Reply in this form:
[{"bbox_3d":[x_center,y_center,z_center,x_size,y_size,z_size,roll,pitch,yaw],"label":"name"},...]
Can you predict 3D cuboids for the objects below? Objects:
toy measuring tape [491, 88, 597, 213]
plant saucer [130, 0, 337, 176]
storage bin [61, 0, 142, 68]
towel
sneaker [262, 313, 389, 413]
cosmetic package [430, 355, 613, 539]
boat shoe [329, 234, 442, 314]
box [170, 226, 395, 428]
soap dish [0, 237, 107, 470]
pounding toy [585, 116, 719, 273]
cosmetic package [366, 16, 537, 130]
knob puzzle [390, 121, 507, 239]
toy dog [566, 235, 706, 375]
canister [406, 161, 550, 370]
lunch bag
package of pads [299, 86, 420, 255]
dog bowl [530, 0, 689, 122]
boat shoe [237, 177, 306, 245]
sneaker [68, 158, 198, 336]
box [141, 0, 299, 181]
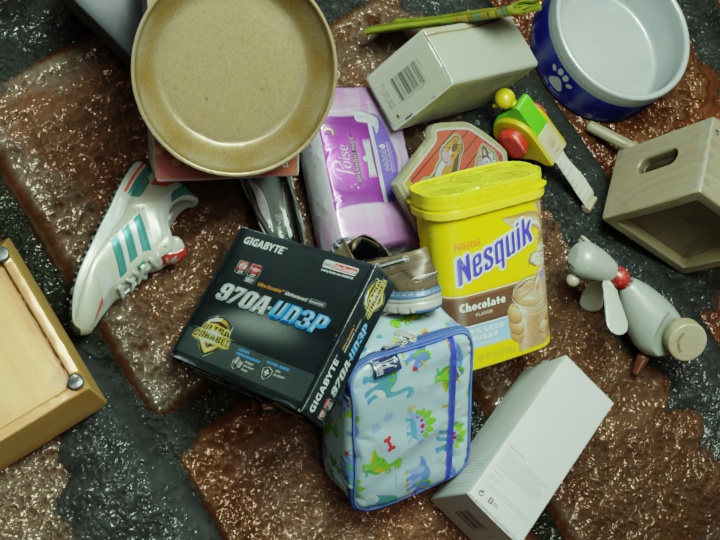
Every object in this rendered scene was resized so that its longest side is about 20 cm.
[{"bbox_3d":[0.222,-0.148,1.347,0.200,0.073,0.074,49,63,-26],"label":"toy measuring tape"},{"bbox_3d":[-0.121,-0.193,1.036,0.197,0.035,0.203,-4,106,-13],"label":"plant saucer"},{"bbox_3d":[-0.231,-0.297,1.178,0.135,0.145,0.200,-48,110,-8],"label":"storage bin"},{"bbox_3d":[0.107,-0.299,1.263,0.086,0.198,0.018,-25,111,-56],"label":"towel"},{"bbox_3d":[-0.036,0.072,1.165,0.198,0.070,0.094,-28,89,-21],"label":"sneaker"},{"bbox_3d":[0.179,0.201,1.195,0.085,0.108,0.200,44,67,-4],"label":"cosmetic package"},{"bbox_3d":[0.000,0.000,1.131,0.072,0.198,0.074,-17,106,-54],"label":"boat shoe"},{"bbox_3d":[-0.080,0.052,1.081,0.046,0.198,0.160,43,70,-47],"label":"box"},{"bbox_3d":[-0.363,0.083,1.049,0.156,0.081,0.201,-31,85,-24],"label":"soap dish"},{"bbox_3d":[0.396,-0.107,1.334,0.183,0.199,0.144,29,66,-25],"label":"pounding toy"},{"bbox_3d":[0.110,-0.232,1.256,0.199,0.103,0.074,-24,83,-51],"label":"cosmetic package"},{"bbox_3d":[0.131,-0.086,1.257,0.218,0.030,0.223,8,79,-46],"label":"knob puzzle"},{"bbox_3d":[0.314,0.054,1.293,0.199,0.132,0.097,37,98,2],"label":"toy dog"},{"bbox_3d":[0.136,-0.004,1.184,0.147,0.086,0.203,-15,110,-21],"label":"canister"},{"bbox_3d":[0.043,0.141,1.122,0.159,0.082,0.203,-14,122,-26],"label":"lunch bag"},{"bbox_3d":[-0.004,-0.107,1.234,0.119,0.076,0.203,-6,78,-26],"label":"package of pads"},{"bbox_3d":[0.325,-0.300,1.406,0.197,0.079,0.203,5,73,-18],"label":"dog bowl"},{"bbox_3d":[-0.101,-0.097,1.207,0.066,0.057,0.203,-15,80,-22],"label":"boat shoe"},{"bbox_3d":[-0.235,-0.016,1.128,0.092,0.070,0.202,22,66,-6],"label":"sneaker"},{"bbox_3d":[-0.144,-0.202,1.104,0.150,0.106,0.203,-4,106,-14],"label":"box"}]
